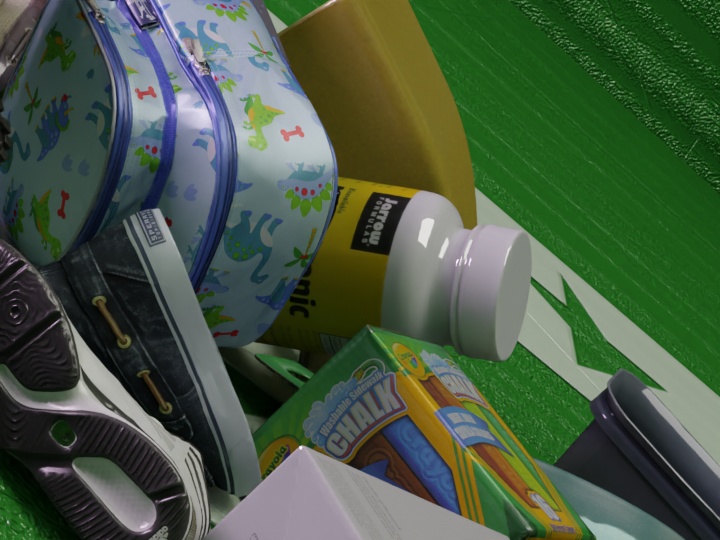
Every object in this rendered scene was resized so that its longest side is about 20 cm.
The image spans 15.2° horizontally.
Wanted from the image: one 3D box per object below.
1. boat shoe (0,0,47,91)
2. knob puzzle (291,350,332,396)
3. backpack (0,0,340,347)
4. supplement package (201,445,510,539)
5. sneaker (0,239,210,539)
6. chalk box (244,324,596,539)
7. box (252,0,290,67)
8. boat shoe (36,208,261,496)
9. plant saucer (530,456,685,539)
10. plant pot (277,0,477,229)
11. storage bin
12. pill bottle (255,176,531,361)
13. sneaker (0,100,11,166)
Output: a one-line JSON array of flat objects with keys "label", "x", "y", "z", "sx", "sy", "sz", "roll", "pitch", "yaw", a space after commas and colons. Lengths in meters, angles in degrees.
[{"label": "boat shoe", "x": -0.226, "y": -0.147, "z": 1.702, "sx": 0.065, "sy": 0.072, "sz": 0.200, "roll": 52, "pitch": 15, "yaw": -8}, {"label": "knob puzzle", "x": 0.019, "y": 0.119, "z": 1.755, "sx": 0.220, "sy": 0.030, "sz": 0.220, "roll": 48, "pitch": 20, "yaw": -24}, {"label": "backpack", "x": -0.118, "y": -0.056, "z": 1.544, "sx": 0.146, "sy": 0.183, "sz": 0.200, "roll": 3, "pitch": 38, "yaw": -38}, {"label": "supplement package", "x": 0.011, "y": 0.190, "z": 1.342, "sx": 0.200, "sy": 0.121, "sz": 0.120, "roll": 28, "pitch": 23, "yaw": -52}, {"label": "sneaker", "x": -0.147, "y": 0.071, "z": 1.354, "sx": 0.201, "sy": 0.076, "sz": 0.115, "roll": 51, "pitch": 1, "yaw": 14}, {"label": "chalk box", "x": 0.017, "y": 0.116, "z": 1.564, "sx": 0.200, "sy": 0.124, "sz": 0.125, "roll": 52, "pitch": 14, "yaw": 19}, {"label": "box", "x": -0.123, "y": -0.164, "z": 1.706, "sx": 0.038, "sy": 0.137, "sz": 0.201, "roll": 1, "pitch": 54, "yaw": -37}, {"label": "boat shoe", "x": -0.119, "y": 0.057, "z": 1.457, "sx": 0.071, "sy": 0.091, "sz": 0.201, "roll": -116, "pitch": -175, "yaw": -50}, {"label": "plant saucer", "x": 0.136, "y": 0.159, "z": 1.692, "sx": 0.199, "sy": 0.036, "sz": 0.200, "roll": 27, "pitch": -9, "yaw": 5}, {"label": "plant pot", "x": -0.021, "y": -0.069, "z": 1.864, "sx": 0.200, "sy": 0.194, "sz": 0.196, "roll": 58, "pitch": 13, "yaw": -4}, {"label": "storage bin", "x": 0.198, "y": 0.188, "z": 1.887, "sx": 0.200, "sy": 0.134, "sz": 0.146, "roll": 49, "pitch": 14, "yaw": 4}, {"label": "pill bottle", "x": 0.000, "y": 0.000, "z": 1.672, "sx": 0.199, "sy": 0.112, "sz": 0.111, "roll": 9, "pitch": 5, "yaw": 16}, {"label": "sneaker", "x": -0.244, "y": -0.037, "z": 1.335, "sx": 0.078, "sy": 0.085, "sz": 0.200, "roll": 63, "pitch": 24, "yaw": -14}]
